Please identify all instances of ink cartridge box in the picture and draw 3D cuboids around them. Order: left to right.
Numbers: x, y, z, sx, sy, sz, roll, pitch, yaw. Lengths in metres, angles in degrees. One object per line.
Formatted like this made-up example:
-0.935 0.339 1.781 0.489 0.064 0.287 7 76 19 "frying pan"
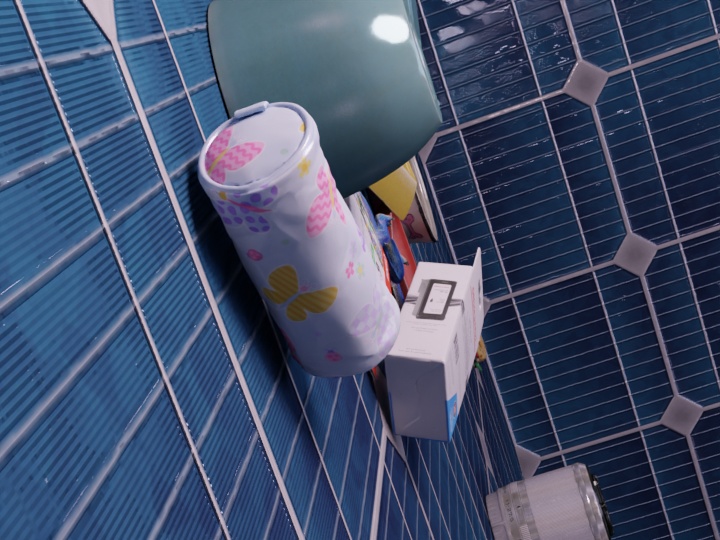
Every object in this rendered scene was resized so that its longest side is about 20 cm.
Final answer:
0.000 0.000 1.162 0.110 0.050 0.202 -95 165 -56 "ink cartridge box"
0.085 0.073 1.245 0.201 0.067 0.118 -65 155 -49 "ink cartridge box"

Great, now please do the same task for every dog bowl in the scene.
0.054 -0.129 1.729 0.200 0.073 0.203 -18 90 -81 "dog bowl"

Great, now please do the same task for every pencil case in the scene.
-0.037 -0.017 0.775 0.201 0.082 0.092 64 27 -43 "pencil case"

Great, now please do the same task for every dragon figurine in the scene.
0.020 -0.013 1.293 0.100 0.058 0.202 -92 164 -63 "dragon figurine"

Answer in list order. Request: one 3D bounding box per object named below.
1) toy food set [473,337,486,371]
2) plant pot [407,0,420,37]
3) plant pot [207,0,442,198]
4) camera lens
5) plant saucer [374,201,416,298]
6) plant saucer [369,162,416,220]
0.229 0.121 2.474 0.198 0.048 0.203 -61 134 -79 "toy food set"
0.038 -0.359 1.908 0.141 0.139 0.204 -38 117 -81 "plant pot"
-0.020 -0.161 0.980 0.201 0.158 0.204 -17 90 -82 "plant pot"
0.333 0.436 1.977 0.160 0.197 0.163 -18 90 -82 "camera lens"
0.059 0.019 1.579 0.200 0.036 0.203 -90 162 -65 "plant saucer"
0.015 -0.190 1.541 0.200 0.048 0.203 37 29 -65 "plant saucer"
